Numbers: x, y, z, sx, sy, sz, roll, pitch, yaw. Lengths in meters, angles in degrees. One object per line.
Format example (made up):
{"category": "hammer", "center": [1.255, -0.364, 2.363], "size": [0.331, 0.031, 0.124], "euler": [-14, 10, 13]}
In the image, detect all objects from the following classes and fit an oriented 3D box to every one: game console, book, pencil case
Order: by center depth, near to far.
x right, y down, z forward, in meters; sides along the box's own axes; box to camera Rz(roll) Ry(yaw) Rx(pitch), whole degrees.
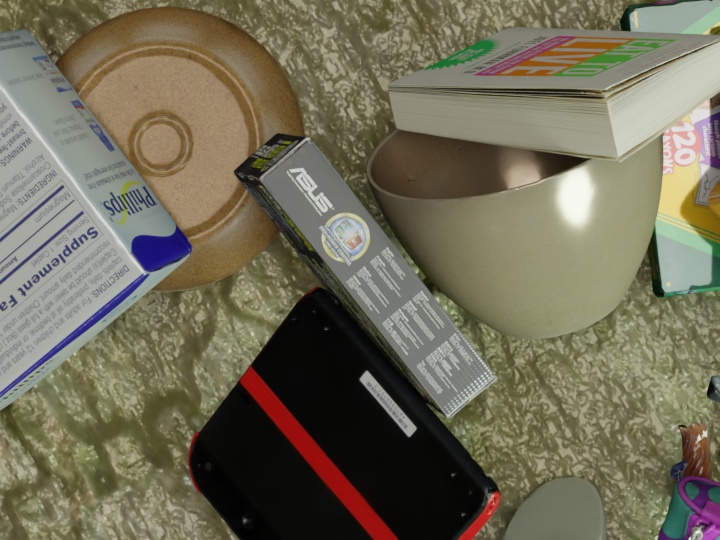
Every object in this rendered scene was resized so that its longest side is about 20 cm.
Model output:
{"category": "book", "center": [0.134, -0.123, 1.625], "size": [0.133, 0.199, 0.048], "euler": [-29, 114, -37]}
{"category": "pencil case", "center": [0.213, 0.236, 1.657], "size": [0.085, 0.092, 0.201], "euler": [31, 109, 32]}
{"category": "game console", "center": [-0.016, 0.139, 1.663], "size": [0.200, 0.031, 0.177], "euler": [48, 114, 20]}

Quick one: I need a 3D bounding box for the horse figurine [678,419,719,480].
{"category": "horse figurine", "center": [0.303, 0.167, 1.703], "size": [0.198, 0.050, 0.134], "euler": [17, 83, -1]}

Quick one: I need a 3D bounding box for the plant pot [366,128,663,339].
{"category": "plant pot", "center": [0.117, -0.034, 1.656], "size": [0.199, 0.201, 0.135], "euler": [-17, 113, 1]}

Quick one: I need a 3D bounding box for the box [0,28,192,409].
{"category": "box", "center": [-0.251, -0.029, 1.671], "size": [0.184, 0.105, 0.201], "euler": [-38, 87, 17]}

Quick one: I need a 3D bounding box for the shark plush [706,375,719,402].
{"category": "shark plush", "center": [0.334, 0.110, 1.680], "size": [0.198, 0.091, 0.084], "euler": [5, 50, 7]}

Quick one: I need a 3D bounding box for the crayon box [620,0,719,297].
{"category": "crayon box", "center": [0.251, -0.088, 1.706], "size": [0.118, 0.058, 0.202], "euler": [-7, 88, 0]}

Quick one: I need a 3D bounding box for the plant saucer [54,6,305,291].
{"category": "plant saucer", "center": [-0.137, -0.087, 1.725], "size": [0.198, 0.035, 0.202], "euler": [0, 88, 1]}

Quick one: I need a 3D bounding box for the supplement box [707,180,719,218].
{"category": "supplement box", "center": [0.319, -0.005, 1.611], "size": [0.200, 0.069, 0.067], "euler": [44, 64, -17]}

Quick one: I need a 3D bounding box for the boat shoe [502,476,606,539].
{"category": "boat shoe", "center": [0.130, 0.236, 1.673], "size": [0.069, 0.072, 0.202], "euler": [-2, 48, 18]}

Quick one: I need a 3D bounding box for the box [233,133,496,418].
{"category": "box", "center": [0.000, 0.000, 1.641], "size": [0.044, 0.160, 0.200], "euler": [-39, 98, -5]}
